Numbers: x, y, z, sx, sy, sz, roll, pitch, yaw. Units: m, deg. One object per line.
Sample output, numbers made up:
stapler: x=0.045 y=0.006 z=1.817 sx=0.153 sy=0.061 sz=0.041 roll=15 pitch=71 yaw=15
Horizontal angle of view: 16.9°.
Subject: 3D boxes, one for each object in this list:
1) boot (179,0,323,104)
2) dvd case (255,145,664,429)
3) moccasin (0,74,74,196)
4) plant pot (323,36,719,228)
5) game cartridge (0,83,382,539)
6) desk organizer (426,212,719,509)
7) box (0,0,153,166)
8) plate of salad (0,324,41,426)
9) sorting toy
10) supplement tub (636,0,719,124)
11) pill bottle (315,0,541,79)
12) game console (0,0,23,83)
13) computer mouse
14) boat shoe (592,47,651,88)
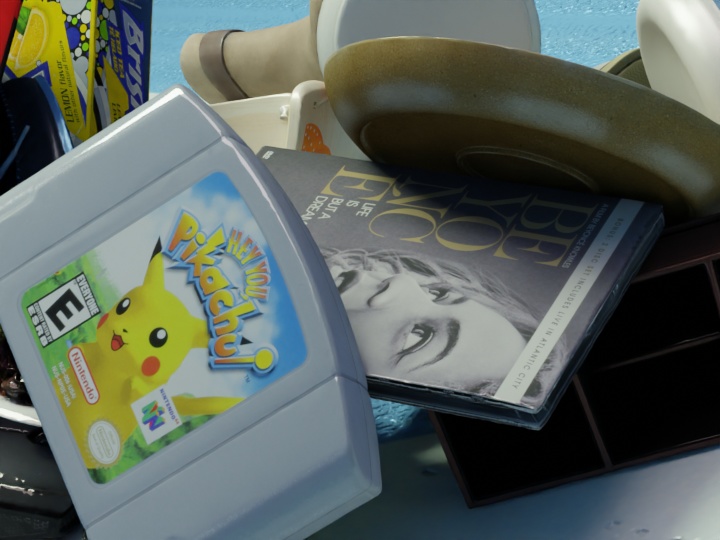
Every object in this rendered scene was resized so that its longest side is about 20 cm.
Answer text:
boot: x=-0.043 y=-0.126 z=1.468 sx=0.145 sy=0.200 sz=0.071 roll=9 pitch=64 yaw=26
dvd case: x=0.012 y=0.002 z=1.041 sx=0.199 sy=0.016 sz=0.149 roll=10 pitch=38 yaw=24
moccasin: x=-0.166 y=-0.015 z=1.220 sx=0.068 sy=0.081 sz=0.201 roll=-14 pitch=55 yaw=-6
plant pot: x=0.076 y=-0.052 z=1.077 sx=0.199 sy=0.200 sz=0.028 roll=1 pitch=70 yaw=46
game cartridge: x=-0.074 y=0.027 z=0.993 sx=0.133 sy=0.040 sz=0.201 roll=-30 pitch=65 yaw=8
desk organizer: x=0.128 y=0.032 z=1.044 sx=0.199 sy=0.072 sz=0.077 roll=-17 pitch=24 yaw=15
box: x=-0.158 y=-0.093 z=1.329 sx=0.070 sy=0.201 sz=0.064 roll=-2 pitch=-8 yaw=26
plate of salad: x=-0.102 y=0.015 z=1.103 sx=0.199 sy=0.048 sz=0.200 roll=0 pitch=27 yaw=0
sorting toy: x=-0.077 y=-0.051 z=1.429 sx=0.199 sy=0.108 sz=0.180 roll=-6 pitch=6 yaw=26
supplement tub: x=0.247 y=-0.106 z=1.153 sx=0.199 sy=0.145 sz=0.145 roll=-23 pitch=21 yaw=-2
pill bottle: x=0.034 y=-0.119 z=1.250 sx=0.114 sy=0.115 sz=0.200 roll=-21 pitch=6 yaw=2
game console: x=-0.214 y=-0.064 z=1.246 sx=0.031 sy=0.200 sz=0.177 roll=18 pitch=41 yaw=-13
computer mouse: x=-0.169 y=0.093 z=1.218 sx=0.199 sy=0.053 sz=0.139 roll=-13 pitch=24 yaw=23
boat shoe: x=0.087 y=-0.046 z=1.288 sx=0.199 sy=0.075 sz=0.068 roll=-32 pitch=4 yaw=-20
